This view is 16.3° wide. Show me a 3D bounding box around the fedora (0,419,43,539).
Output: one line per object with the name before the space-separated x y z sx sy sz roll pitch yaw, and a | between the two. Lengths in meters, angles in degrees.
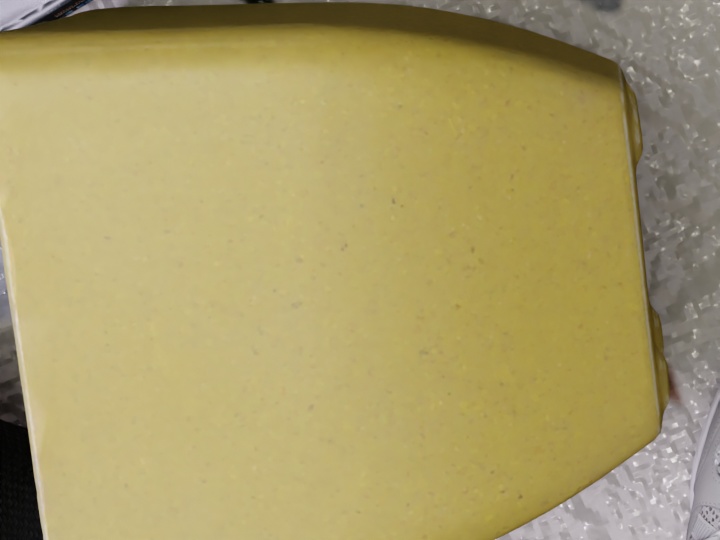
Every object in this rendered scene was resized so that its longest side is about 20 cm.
fedora | -0.145 0.129 0.940 0.092 0.201 0.201 11 103 -20

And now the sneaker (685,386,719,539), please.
sneaker | 0.146 0.127 0.892 0.075 0.082 0.200 8 101 12

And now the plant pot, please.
plant pot | 0.000 0.000 0.854 0.200 0.196 0.194 -6 98 7

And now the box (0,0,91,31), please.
box | -0.152 -0.184 0.927 0.159 0.046 0.200 -28 92 15
